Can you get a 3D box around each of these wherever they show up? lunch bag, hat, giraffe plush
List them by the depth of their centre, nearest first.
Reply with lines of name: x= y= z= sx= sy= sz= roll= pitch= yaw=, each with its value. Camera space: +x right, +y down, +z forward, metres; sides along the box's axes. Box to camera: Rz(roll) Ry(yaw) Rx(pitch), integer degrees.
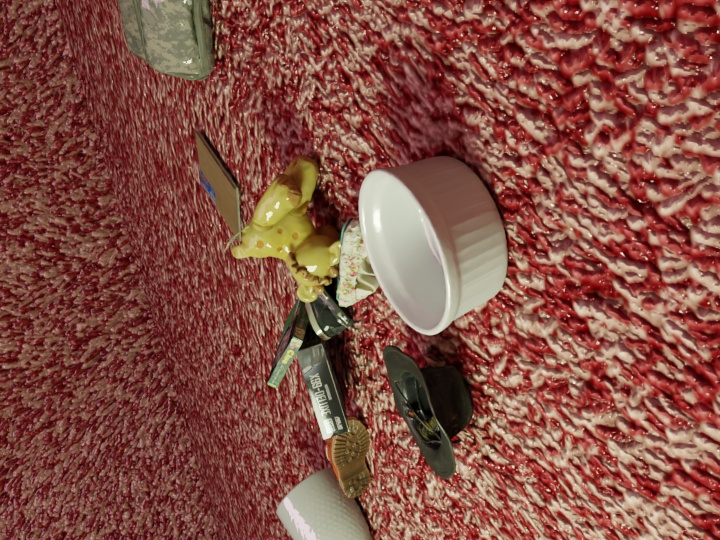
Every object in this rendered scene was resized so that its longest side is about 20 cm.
hat: x=0.107 y=0.179 z=1.286 sx=0.202 sy=0.080 sz=0.202 roll=60 pitch=165 yaw=28
giraffe plush: x=-0.093 y=-0.051 z=1.472 sx=0.161 sy=0.201 sz=0.173 roll=37 pitch=151 yaw=-1
lunch bag: x=-0.333 y=-0.456 z=1.679 sx=0.167 sy=0.139 sz=0.202 roll=34 pitch=143 yaw=29

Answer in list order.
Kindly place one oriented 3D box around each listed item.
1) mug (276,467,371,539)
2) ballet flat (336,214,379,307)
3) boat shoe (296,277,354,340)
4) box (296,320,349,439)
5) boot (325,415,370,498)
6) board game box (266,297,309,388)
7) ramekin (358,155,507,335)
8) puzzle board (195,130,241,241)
mug: x=-0.054 y=0.520 z=1.911 sx=0.176 sy=0.147 sz=0.200 roll=49 pitch=-178 yaw=24
ballet flat: x=0.000 y=0.000 z=1.395 sx=0.063 sy=0.076 sz=0.201 roll=24 pitch=148 yaw=13
boat shoe: x=-0.070 y=0.013 z=1.584 sx=0.072 sy=0.067 sz=0.203 roll=11 pitch=-126 yaw=-64
box: x=-0.068 y=0.182 z=1.641 sx=0.200 sy=0.049 sz=0.160 roll=-110 pitch=3 yaw=-80
boot: x=-0.034 y=0.324 z=1.756 sx=0.202 sy=0.074 sz=0.108 roll=89 pitch=155 yaw=-42
board game box: x=-0.114 y=0.102 z=1.601 sx=0.201 sy=0.023 sz=0.106 roll=-80 pitch=15 yaw=-62
ramekin: x=0.087 y=-0.036 z=1.111 sx=0.201 sy=0.096 sz=0.203 roll=50 pitch=151 yaw=40
puzzle board: x=-0.296 y=-0.179 z=1.985 sx=0.201 sy=0.017 sz=0.152 roll=54 pitch=155 yaw=35
